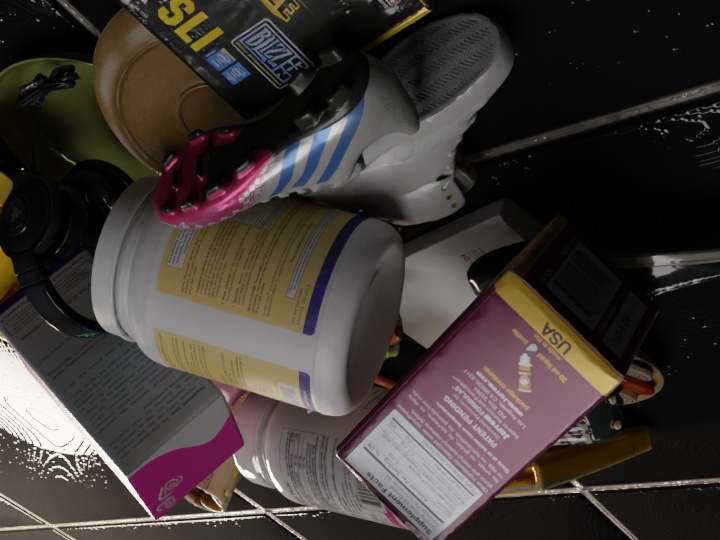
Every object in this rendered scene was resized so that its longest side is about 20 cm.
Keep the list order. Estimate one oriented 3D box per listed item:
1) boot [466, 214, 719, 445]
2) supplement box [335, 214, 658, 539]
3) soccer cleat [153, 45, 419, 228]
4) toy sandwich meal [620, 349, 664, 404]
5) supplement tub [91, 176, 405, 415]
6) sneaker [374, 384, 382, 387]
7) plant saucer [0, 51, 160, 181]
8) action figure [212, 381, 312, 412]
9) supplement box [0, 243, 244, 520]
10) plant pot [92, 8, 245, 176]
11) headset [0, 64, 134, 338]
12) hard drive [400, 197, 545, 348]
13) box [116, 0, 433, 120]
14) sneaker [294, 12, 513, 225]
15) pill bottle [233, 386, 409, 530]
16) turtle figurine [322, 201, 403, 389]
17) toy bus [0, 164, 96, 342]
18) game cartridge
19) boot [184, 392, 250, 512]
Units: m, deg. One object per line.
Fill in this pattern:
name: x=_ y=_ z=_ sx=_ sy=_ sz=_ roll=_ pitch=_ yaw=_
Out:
boot: x=0.193 y=0.046 z=0.922 sx=0.202 sy=0.074 sz=0.155 roll=-9 pitch=110 yaw=21
supplement box: x=0.095 y=0.077 z=0.853 sx=0.103 sy=0.131 sz=0.200 roll=44 pitch=121 yaw=4
soccer cleat: x=-0.049 y=-0.071 z=0.810 sx=0.199 sy=0.070 sz=0.086 roll=-27 pitch=142 yaw=31
toy sandwich meal: x=0.163 y=0.108 z=1.071 sx=0.203 sy=0.071 sz=0.205 roll=7 pitch=158 yaw=3
supplement tub: x=-0.080 y=0.013 z=0.902 sx=0.199 sy=0.146 sz=0.146 roll=15 pitch=148 yaw=16
sneaker: x=-0.005 y=0.119 z=1.196 sx=0.120 sy=0.084 sz=0.200 roll=23 pitch=147 yaw=-8
plant saucer: x=-0.204 y=-0.112 z=1.001 sx=0.198 sy=0.031 sz=0.201 roll=13 pitch=147 yaw=8
action figure: x=-0.088 y=0.041 z=1.060 sx=0.134 sy=0.150 sz=0.200 roll=39 pitch=140 yaw=-19
supplement box: x=-0.200 y=0.091 z=1.016 sx=0.200 sy=0.103 sz=0.101 roll=41 pitch=161 yaw=26
plant pot: x=-0.102 y=-0.120 z=0.901 sx=0.198 sy=0.028 sz=0.201 roll=5 pitch=138 yaw=4
headset: x=-0.215 y=-0.050 z=0.939 sx=0.093 sy=0.123 sz=0.201 roll=-17 pitch=95 yaw=34
hard drive: x=0.096 y=0.014 z=1.038 sx=0.132 sy=0.027 sz=0.199 roll=35 pitch=144 yaw=-24
box: x=-0.076 y=-0.200 z=0.753 sx=0.159 sy=0.050 sz=0.200 roll=-25 pitch=129 yaw=32
sneaker: x=0.054 y=-0.100 z=0.864 sx=0.115 sy=0.074 sz=0.199 roll=18 pitch=143 yaw=-39
pill bottle: x=-0.011 y=0.156 z=1.076 sx=0.199 sy=0.114 sz=0.113 roll=4 pitch=147 yaw=40
turtle figurine: x=0.000 y=0.000 z=1.008 sx=0.200 sy=0.064 sz=0.162 roll=48 pitch=151 yaw=27
toy bus: x=-0.334 y=-0.004 z=1.042 sx=0.135 sy=0.193 sz=0.200 roll=28 pitch=170 yaw=22
game cartridge: x=0.154 y=0.180 z=1.152 sx=0.176 sy=0.033 sz=0.199 roll=-16 pitch=175 yaw=42
boot: x=-0.110 y=0.185 z=1.281 sx=0.199 sy=0.156 sz=0.073 roll=24 pitch=148 yaw=-8
